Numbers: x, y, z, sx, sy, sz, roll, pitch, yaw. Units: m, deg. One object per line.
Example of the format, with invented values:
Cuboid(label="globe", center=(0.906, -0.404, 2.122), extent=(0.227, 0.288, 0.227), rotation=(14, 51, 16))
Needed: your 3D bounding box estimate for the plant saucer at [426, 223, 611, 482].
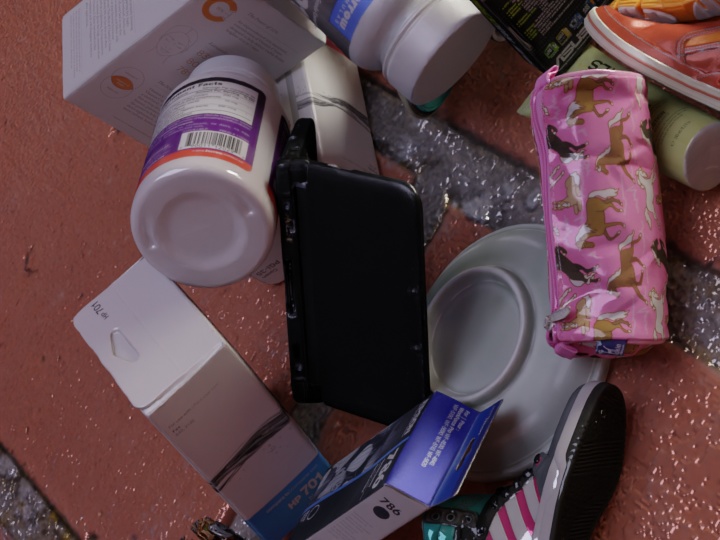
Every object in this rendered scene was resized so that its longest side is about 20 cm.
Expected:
Cuboid(label="plant saucer", center=(0.096, 0.054, 1.311), extent=(0.199, 0.050, 0.202), rotation=(-21, 57, 37))

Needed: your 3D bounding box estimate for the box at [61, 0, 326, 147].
Cuboid(label="box", center=(-0.144, -0.205, 1.499), extent=(0.199, 0.124, 0.098), rotation=(-31, 49, 30))

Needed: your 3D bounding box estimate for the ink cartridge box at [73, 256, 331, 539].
Cuboid(label="ink cartridge box", center=(-0.119, 0.103, 1.384), extent=(0.086, 0.200, 0.146), rotation=(-40, 44, -6))

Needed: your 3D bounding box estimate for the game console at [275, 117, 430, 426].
Cuboid(label="game console", center=(0.000, 0.000, 1.357), extent=(0.176, 0.115, 0.202), rotation=(-76, -16, -67))

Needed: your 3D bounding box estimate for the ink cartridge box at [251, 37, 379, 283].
Cuboid(label="ink cartridge box", center=(-0.069, -0.113, 1.533), extent=(0.146, 0.082, 0.202), rotation=(-33, 50, 29))

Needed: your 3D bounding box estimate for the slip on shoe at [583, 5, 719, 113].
Cuboid(label="slip on shoe", center=(0.243, -0.146, 1.222), extent=(0.199, 0.074, 0.062), rotation=(30, 101, 34))

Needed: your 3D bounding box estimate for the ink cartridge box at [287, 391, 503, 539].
Cuboid(label="ink cartridge box", center=(0.019, 0.153, 1.283), extent=(0.200, 0.039, 0.100), rotation=(-39, 13, 46))

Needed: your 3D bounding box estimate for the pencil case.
Cuboid(label="pencil case", center=(0.164, -0.040, 1.219), extent=(0.082, 0.086, 0.202), rotation=(-6, 85, 32))

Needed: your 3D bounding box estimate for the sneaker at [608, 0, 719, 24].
Cuboid(label="sneaker", center=(0.263, -0.203, 1.247), extent=(0.199, 0.078, 0.078), rotation=(9, 67, 45))

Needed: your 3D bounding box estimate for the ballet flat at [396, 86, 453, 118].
Cuboid(label="ballet flat", center=(0.058, -0.215, 1.468), extent=(0.069, 0.069, 0.202), rotation=(-1, 63, 45))

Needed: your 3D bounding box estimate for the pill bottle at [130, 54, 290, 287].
Cuboid(label="pill bottle", center=(-0.112, -0.086, 1.386), extent=(0.111, 0.111, 0.201), rotation=(-38, 24, 26))

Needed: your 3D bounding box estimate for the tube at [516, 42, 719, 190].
Cuboid(label="tube", center=(0.193, -0.116, 1.296), extent=(0.200, 0.058, 0.052), rotation=(39, 139, 52))

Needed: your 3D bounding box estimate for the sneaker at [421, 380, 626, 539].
Cuboid(label="sneaker", center=(0.106, 0.163, 1.230), extent=(0.120, 0.083, 0.202), rotation=(16, 84, 38))

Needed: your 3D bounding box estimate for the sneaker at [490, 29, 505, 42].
Cuboid(label="sneaker", center=(0.161, -0.260, 1.389), extent=(0.200, 0.073, 0.071), rotation=(-46, 53, 32))

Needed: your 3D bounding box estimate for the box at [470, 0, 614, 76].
Cuboid(label="box", center=(0.150, -0.268, 1.283), extent=(0.200, 0.193, 0.048), rotation=(-50, 44, 3))

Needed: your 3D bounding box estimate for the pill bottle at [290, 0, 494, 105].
Cuboid(label="pill bottle", center=(0.005, -0.230, 1.374), extent=(0.200, 0.114, 0.114), rotation=(45, 106, 16))

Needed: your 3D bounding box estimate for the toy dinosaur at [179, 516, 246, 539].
Cuboid(label="toy dinosaur", center=(-0.097, 0.292, 1.365), extent=(0.135, 0.102, 0.201), rotation=(-38, 44, 9))
